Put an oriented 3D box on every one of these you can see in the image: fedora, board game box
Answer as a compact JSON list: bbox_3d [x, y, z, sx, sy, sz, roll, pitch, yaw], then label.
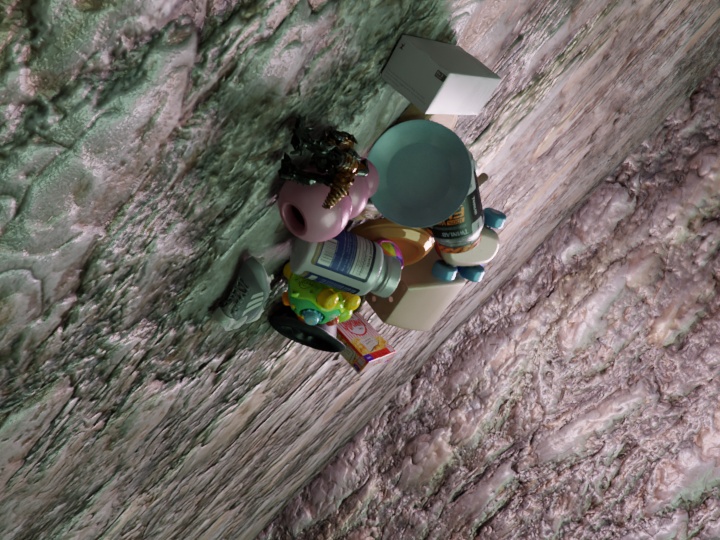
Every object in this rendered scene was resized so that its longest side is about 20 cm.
[{"bbox_3d":[-0.109,0.116,1.434,0.201,0.200,0.092,72,35,-68],"label":"fedora"},{"bbox_3d":[-0.022,0.164,1.589,0.046,0.200,0.151,-53,160,21],"label":"board game box"}]

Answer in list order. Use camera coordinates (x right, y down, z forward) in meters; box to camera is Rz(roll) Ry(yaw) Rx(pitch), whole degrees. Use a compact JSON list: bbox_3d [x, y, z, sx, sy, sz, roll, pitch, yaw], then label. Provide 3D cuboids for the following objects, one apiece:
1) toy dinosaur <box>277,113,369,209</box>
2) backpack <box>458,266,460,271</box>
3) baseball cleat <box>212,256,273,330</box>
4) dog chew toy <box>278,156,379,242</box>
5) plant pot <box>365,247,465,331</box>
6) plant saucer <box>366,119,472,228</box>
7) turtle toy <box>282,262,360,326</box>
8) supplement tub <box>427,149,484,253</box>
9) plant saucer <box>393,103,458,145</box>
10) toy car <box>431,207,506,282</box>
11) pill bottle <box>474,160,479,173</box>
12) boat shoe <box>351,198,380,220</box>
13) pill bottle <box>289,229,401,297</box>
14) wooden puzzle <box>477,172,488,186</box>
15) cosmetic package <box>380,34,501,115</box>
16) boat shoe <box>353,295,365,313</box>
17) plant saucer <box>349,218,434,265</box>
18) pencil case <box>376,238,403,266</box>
[{"bbox_3d":[-0.047,-0.167,0.958,0.200,0.135,0.102,-110,-140,-66],"label":"toy dinosaur"},{"bbox_3d":[0.260,-0.063,1.755,0.200,0.168,0.163,-22,144,-40],"label":"backpack"},{"bbox_3d":[-0.222,0.056,1.168,0.106,0.070,0.200,-33,157,-30],"label":"baseball cleat"},{"bbox_3d":[-0.045,-0.133,1.073,0.200,0.124,0.125,-37,160,-36],"label":"dog chew toy"},{"bbox_3d":[0.113,0.037,1.643,0.177,0.200,0.200,-7,139,-44],"label":"plant pot"},{"bbox_3d":[0.109,-0.179,1.176,0.201,0.201,0.039,-47,173,8],"label":"plant saucer"},{"bbox_3d":[-0.080,0.062,1.301,0.200,0.146,0.101,11,111,-54],"label":"turtle toy"},{"bbox_3d":[0.186,-0.142,1.286,0.122,0.122,0.200,-36,126,-24],"label":"supplement tub"},{"bbox_3d":[0.135,-0.282,1.252,0.200,0.035,0.200,-39,160,-17],"label":"plant saucer"},{"bbox_3d":[0.237,-0.098,1.598,0.176,0.200,0.185,2,117,-31],"label":"toy car"},{"bbox_3d":[0.167,-0.183,1.401,0.200,0.111,0.111,-42,160,-6],"label":"pill bottle"},{"bbox_3d":[-0.004,-0.129,1.229,0.072,0.076,0.200,-49,158,23],"label":"boat shoe"},{"bbox_3d":[-0.026,-0.017,1.205,0.200,0.111,0.111,20,123,-22],"label":"pill bottle"},{"bbox_3d":[0.203,-0.171,1.540,0.185,0.046,0.200,-39,-175,-14],"label":"wooden puzzle"},{"bbox_3d":[0.140,-0.327,1.060,0.200,0.113,0.081,-17,147,-50],"label":"cosmetic package"},{"bbox_3d":[0.003,0.004,1.543,0.203,0.075,0.075,-61,-169,23],"label":"boat shoe"},{"bbox_3d":[0.065,-0.054,1.389,0.200,0.038,0.200,-1,156,0],"label":"plant saucer"},{"bbox_3d":[0.000,0.000,1.364,0.200,0.089,0.088,-26,178,43],"label":"pencil case"}]
